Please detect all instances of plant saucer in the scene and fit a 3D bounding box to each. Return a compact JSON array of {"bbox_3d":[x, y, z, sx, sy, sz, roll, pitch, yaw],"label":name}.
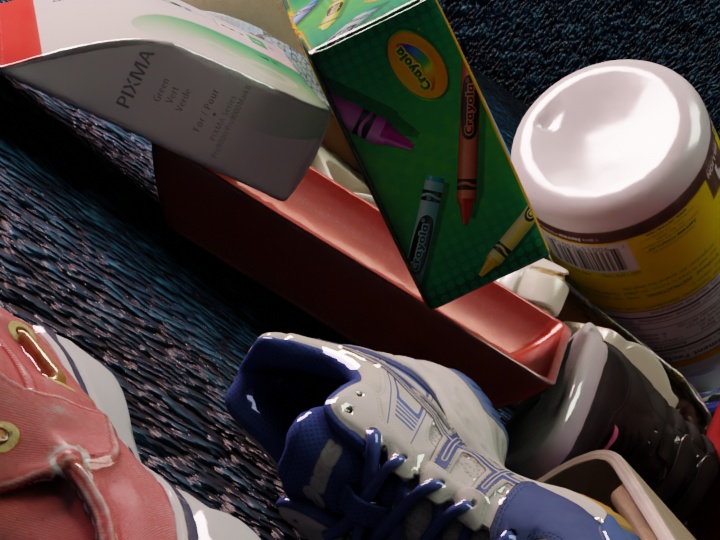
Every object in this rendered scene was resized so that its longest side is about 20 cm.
[{"bbox_3d":[0.000,0.000,1.070,0.199,0.037,0.200,32,9,3],"label":"plant saucer"}]

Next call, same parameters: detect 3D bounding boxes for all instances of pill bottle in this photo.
[{"bbox_3d":[0.161,-0.016,1.287,0.109,0.109,0.200,46,-8,41],"label":"pill bottle"}]

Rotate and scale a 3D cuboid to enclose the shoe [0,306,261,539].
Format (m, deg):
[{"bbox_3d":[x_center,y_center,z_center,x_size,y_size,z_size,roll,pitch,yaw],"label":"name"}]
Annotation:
[{"bbox_3d":[-0.085,0.044,0.462,0.091,0.072,0.200,33,5,-24],"label":"shoe"}]

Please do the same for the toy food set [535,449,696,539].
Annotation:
[{"bbox_3d":[0.129,0.158,0.825,0.144,0.060,0.200,48,6,-20],"label":"toy food set"}]

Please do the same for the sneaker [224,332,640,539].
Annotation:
[{"bbox_3d":[0.016,0.081,0.721,0.088,0.075,0.200,20,10,-29],"label":"sneaker"}]

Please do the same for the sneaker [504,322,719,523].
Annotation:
[{"bbox_3d":[0.121,0.084,1.085,0.099,0.071,0.200,43,11,2],"label":"sneaker"}]

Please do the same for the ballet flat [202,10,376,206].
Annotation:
[{"bbox_3d":[-0.031,-0.066,1.243,0.200,0.074,0.074,34,10,-21],"label":"ballet flat"}]

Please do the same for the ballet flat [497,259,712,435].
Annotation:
[{"bbox_3d":[0.105,0.034,1.218,0.200,0.069,0.071,34,-20,-15],"label":"ballet flat"}]

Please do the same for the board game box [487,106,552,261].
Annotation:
[{"bbox_3d":[0.086,-0.017,1.356,0.153,0.040,0.200,64,6,-8],"label":"board game box"}]

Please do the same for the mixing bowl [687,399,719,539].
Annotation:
[{"bbox_3d":[0.236,0.136,1.164,0.200,0.108,0.200,39,8,-7],"label":"mixing bowl"}]

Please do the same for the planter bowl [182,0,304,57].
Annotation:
[{"bbox_3d":[-0.072,-0.163,1.349,0.200,0.135,0.200,37,9,-7],"label":"planter bowl"}]

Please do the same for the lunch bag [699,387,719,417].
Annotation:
[{"bbox_3d":[0.273,0.120,1.381,0.199,0.124,0.170,24,7,8],"label":"lunch bag"}]

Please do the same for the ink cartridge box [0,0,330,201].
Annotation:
[{"bbox_3d":[-0.119,-0.104,1.005,0.199,0.050,0.161,26,10,-15],"label":"ink cartridge box"}]

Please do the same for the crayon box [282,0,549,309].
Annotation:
[{"bbox_3d":[0.020,-0.067,1.028,0.200,0.058,0.119,-112,176,-77],"label":"crayon box"}]
